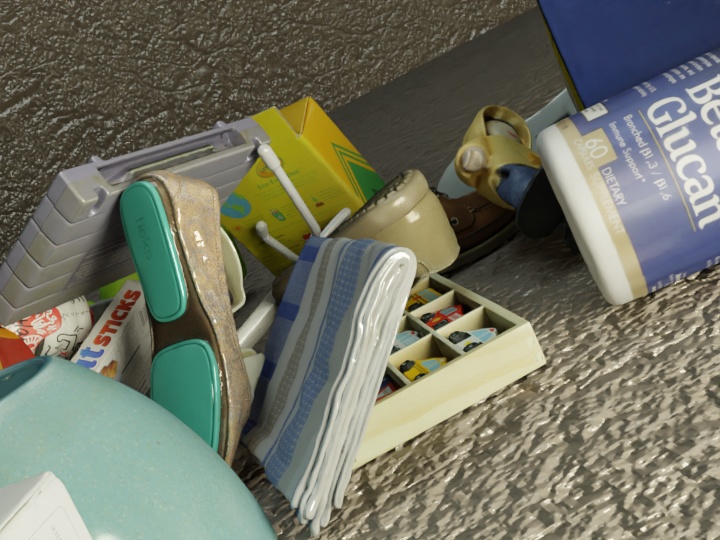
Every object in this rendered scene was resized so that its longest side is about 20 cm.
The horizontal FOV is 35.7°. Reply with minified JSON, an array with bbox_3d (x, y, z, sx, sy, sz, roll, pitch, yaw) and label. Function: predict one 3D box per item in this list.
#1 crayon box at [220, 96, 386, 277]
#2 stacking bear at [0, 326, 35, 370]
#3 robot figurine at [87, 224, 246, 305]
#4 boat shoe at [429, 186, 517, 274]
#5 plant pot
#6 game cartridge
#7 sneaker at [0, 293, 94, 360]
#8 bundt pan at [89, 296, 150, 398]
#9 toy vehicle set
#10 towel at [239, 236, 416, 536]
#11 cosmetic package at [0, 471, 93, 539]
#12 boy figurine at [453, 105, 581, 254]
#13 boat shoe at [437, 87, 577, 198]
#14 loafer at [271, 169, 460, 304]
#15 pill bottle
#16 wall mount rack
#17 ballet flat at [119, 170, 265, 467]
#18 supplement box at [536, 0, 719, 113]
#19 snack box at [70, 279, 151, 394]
[{"bbox_3d":[-0.055,-0.065,0.944,0.127,0.200,0.051,-19,43,29],"label":"crayon box"},{"bbox_3d":[-0.252,0.065,0.639,0.121,0.114,0.200,3,-12,15],"label":"stacking bear"},{"bbox_3d":[-0.206,0.011,1.132,0.175,0.116,0.200,-29,13,-9],"label":"robot figurine"},{"bbox_3d":[0.059,-0.035,0.895,0.200,0.068,0.072,-33,14,-29],"label":"boat shoe"},{"bbox_3d":[-0.158,0.122,0.544,0.199,0.135,0.200,-24,13,6],"label":"plant pot"},{"bbox_3d":[-0.156,-0.038,0.761,0.130,0.038,0.200,-43,-7,33],"label":"game cartridge"},{"bbox_3d":[-0.260,0.062,0.831,0.108,0.068,0.201,-9,-12,-29],"label":"sneaker"},{"bbox_3d":[-0.235,0.098,0.910,0.201,0.076,0.202,-25,16,8],"label":"bundt pan"},{"bbox_3d":[0.024,0.054,0.699,0.124,0.027,0.200,-28,12,-7],"label":"toy vehicle set"},{"bbox_3d":[-0.027,0.050,0.625,0.200,0.024,0.147,-166,95,-74],"label":"towel"},{"bbox_3d":[-0.193,0.190,0.360,0.199,0.123,0.200,-22,12,19],"label":"cosmetic package"},{"bbox_3d":[0.127,-0.072,0.835,0.124,0.065,0.200,17,18,-15],"label":"boy figurine"},{"bbox_3d":[0.161,-0.103,0.995,0.200,0.071,0.064,-33,-21,8],"label":"boat shoe"},{"bbox_3d":[0.000,0.000,0.762,0.076,0.068,0.200,-40,2,-28],"label":"loafer"},{"bbox_3d":[0.210,-0.069,0.627,0.199,0.111,0.111,-25,12,8],"label":"pill bottle"},{"bbox_3d":[-0.089,0.001,0.848,0.200,0.074,0.174,-52,-4,-18],"label":"wall mount rack"},{"bbox_3d":[-0.092,0.037,0.674,0.068,0.201,0.067,-10,-3,39],"label":"ballet flat"},{"bbox_3d":[0.195,-0.140,0.757,0.109,0.109,0.200,-23,-19,12],"label":"supplement box"},{"bbox_3d":[-0.179,0.096,0.723,0.024,0.072,0.200,10,41,13],"label":"snack box"}]
